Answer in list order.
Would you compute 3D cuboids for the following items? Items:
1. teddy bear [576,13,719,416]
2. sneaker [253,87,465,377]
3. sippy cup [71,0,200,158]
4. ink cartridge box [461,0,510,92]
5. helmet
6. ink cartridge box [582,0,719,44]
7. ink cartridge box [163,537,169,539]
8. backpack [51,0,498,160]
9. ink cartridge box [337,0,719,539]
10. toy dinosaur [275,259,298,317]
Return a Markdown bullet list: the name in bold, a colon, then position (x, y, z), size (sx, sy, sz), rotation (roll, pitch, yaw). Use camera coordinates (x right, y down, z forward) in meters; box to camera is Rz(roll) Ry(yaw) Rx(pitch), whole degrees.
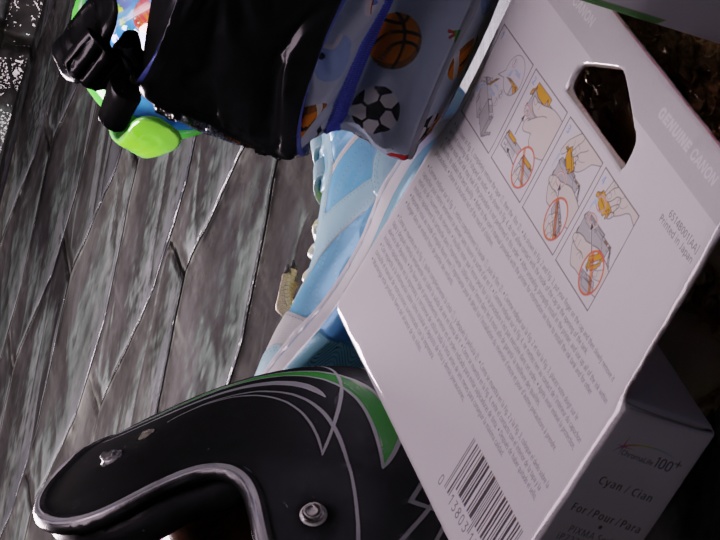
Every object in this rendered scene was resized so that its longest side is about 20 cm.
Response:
- **teddy bear**: position (0.117, -0.032, 1.020), size (0.200, 0.066, 0.146), rotation (-130, 46, -65)
- **sneaker**: position (0.000, 0.000, 1.215), size (0.200, 0.079, 0.131), rotation (-55, 28, 17)
- **sippy cup**: position (-0.109, -0.170, 1.866), size (0.130, 0.139, 0.179), rotation (-26, 75, 58)
- **ink cartridge box**: position (0.069, -0.153, 1.223), size (0.200, 0.043, 0.198), rotation (-136, 43, -71)
- **helmet**: position (-0.015, 0.130, 1.087), size (0.190, 0.200, 0.201), rotation (-5, 64, 28)
- **ink cartridge box**: position (0.117, -0.186, 0.976), size (0.084, 0.145, 0.201), rotation (126, 154, -51)
- **ink cartridge box**: position (-0.071, 0.175, 1.465), size (0.200, 0.082, 0.147), rotation (173, 110, -74)
- **backpack**: position (-0.012, -0.136, 1.100), size (0.201, 0.153, 0.191), rotation (-62, 9, 8)
- **ink cartridge box**: position (0.072, 0.000, 0.983), size (0.177, 0.045, 0.200), rotation (-60, 29, 21)
- **toy dinosaur**: position (0.013, 0.030, 1.260), size (0.058, 0.101, 0.201), rotation (64, -139, -72)
